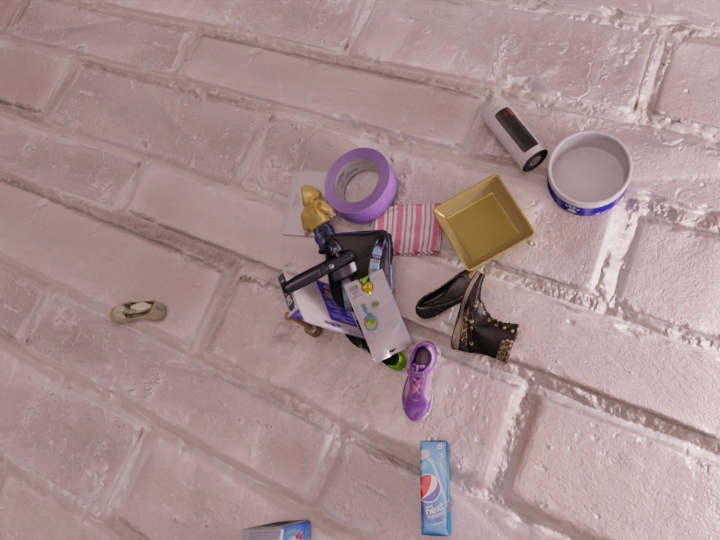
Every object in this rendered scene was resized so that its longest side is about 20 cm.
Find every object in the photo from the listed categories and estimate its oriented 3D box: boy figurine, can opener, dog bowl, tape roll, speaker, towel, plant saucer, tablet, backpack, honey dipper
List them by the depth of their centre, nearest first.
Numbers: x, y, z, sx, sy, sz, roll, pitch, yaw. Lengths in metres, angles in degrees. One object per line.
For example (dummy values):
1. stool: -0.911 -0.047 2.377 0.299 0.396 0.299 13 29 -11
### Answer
1. can opener: -0.099 0.005 1.386 0.197 0.063 0.080 -24 90 -16
2. dog bowl: 0.571 -0.243 1.451 0.196 0.079 0.204 -5 71 15
3. honey dipper: -0.146 0.135 1.476 0.037 0.200 0.039 -4 72 14
4. plant saucer: 0.317 -0.118 1.499 0.198 0.049 0.202 -28 66 3
5. backpack: 0.000 0.000 1.499 0.178 0.135 0.205 -5 93 2
6. speaker: 0.408 -0.363 1.538 0.080 0.081 0.202 -32 66 4
7. towel: 0.121 -0.113 1.570 0.196 0.030 0.149 -1 72 17
8. tape roll: 0.000 -0.238 1.614 0.196 0.066 0.204 -8 67 20
9. boy figurine: -0.121 -0.145 1.617 0.124 0.064 0.203 -37 67 34
10. tablet: -0.157 -0.197 1.689 0.127 0.014 0.204 3 74 17

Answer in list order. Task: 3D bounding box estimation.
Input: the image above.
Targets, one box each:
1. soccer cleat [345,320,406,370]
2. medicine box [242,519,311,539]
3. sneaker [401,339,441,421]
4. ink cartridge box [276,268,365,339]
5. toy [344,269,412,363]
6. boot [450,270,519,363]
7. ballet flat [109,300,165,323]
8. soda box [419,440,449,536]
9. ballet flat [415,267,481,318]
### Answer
1. soccer cleat: 0.033 0.183 1.473 0.198 0.081 0.068 33 84 23
2. medicine box: -0.187 0.688 1.321 0.101 0.182 0.204 -9 70 14
3. sneaker: 0.142 0.263 1.412 0.079 0.089 0.204 9 77 17
4. ink cartridge box: -0.101 0.095 1.452 0.044 0.196 0.201 -52 40 21
5. toy: 0.038 0.112 1.421 0.114 0.047 0.203 -22 92 -25
6. boot: 0.313 0.117 1.404 0.148 0.073 0.204 18 93 20
7. ballet flat: -0.675 0.117 1.714 0.196 0.069 0.071 -6 71 15
8. soda box: 0.173 0.500 1.336 0.063 0.068 0.204 -5 72 14
9. ballet flat: 0.227 0.058 1.467 0.198 0.057 0.067 -35 66 -2
